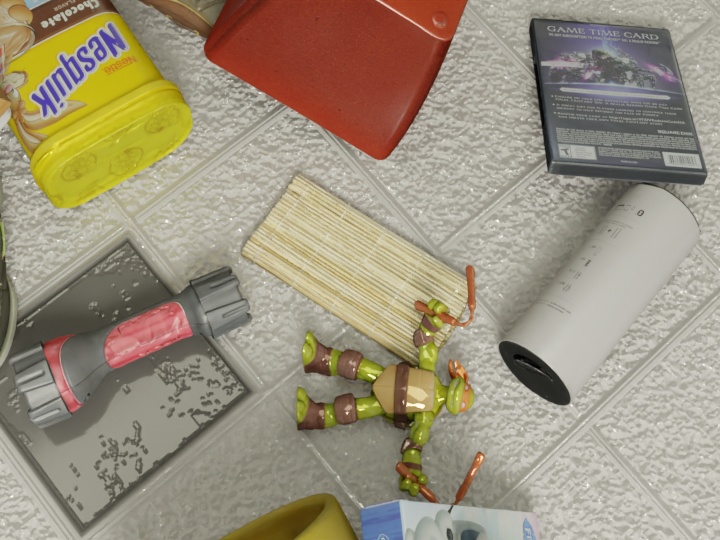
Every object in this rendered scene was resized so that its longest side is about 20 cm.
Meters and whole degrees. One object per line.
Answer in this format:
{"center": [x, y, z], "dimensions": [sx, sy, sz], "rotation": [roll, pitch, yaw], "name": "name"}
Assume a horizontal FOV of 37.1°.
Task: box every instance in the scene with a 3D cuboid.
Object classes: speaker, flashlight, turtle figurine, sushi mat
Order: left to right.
{"center": [-0.188, 0.061, 0.893], "dimensions": [0.197, 0.068, 0.068], "rotation": [-23, 72, -12], "name": "flashlight"}
{"center": [0.000, 0.000, 0.960], "dimensions": [0.198, 0.012, 0.096], "rotation": [32, 70, 7], "name": "sushi mat"}
{"center": [0.029, 0.091, 0.902], "dimensions": [0.158, 0.064, 0.204], "rotation": [6, 78, 5], "name": "turtle figurine"}
{"center": [0.207, 0.019, 0.934], "dimensions": [0.081, 0.081, 0.200], "rotation": [39, 71, 10], "name": "speaker"}

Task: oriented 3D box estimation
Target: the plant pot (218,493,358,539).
{"center": [-0.060, 0.293, 0.763], "dimensions": [0.199, 0.201, 0.191], "rotation": [-29, 89, -14], "name": "plant pot"}

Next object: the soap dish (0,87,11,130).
{"center": [-0.401, -0.119, 0.890], "dimensions": [0.200, 0.081, 0.157], "rotation": [-45, 60, 1], "name": "soap dish"}

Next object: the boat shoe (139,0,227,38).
{"center": [-0.145, -0.257, 1.010], "dimensions": [0.198, 0.067, 0.073], "rotation": [25, 79, -15], "name": "boat shoe"}

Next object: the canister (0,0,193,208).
{"center": [-0.264, -0.178, 0.964], "dimensions": [0.147, 0.087, 0.201], "rotation": [-32, 74, -15], "name": "canister"}

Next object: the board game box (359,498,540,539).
{"center": [0.081, 0.276, 0.782], "dimensions": [0.043, 0.198, 0.203], "rotation": [-19, 66, 33], "name": "board game box"}

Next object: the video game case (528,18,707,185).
{"center": [0.235, -0.161, 1.000], "dimensions": [0.140, 0.019, 0.202], "rotation": [4, 50, -3], "name": "video game case"}

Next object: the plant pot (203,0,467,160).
{"center": [0.008, -0.251, 0.935], "dimensions": [0.198, 0.176, 0.202], "rotation": [28, 68, -15], "name": "plant pot"}

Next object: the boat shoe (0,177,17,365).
{"center": [-0.335, -0.013, 0.911], "dimensions": [0.071, 0.060, 0.205], "rotation": [-7, 71, -7], "name": "boat shoe"}
